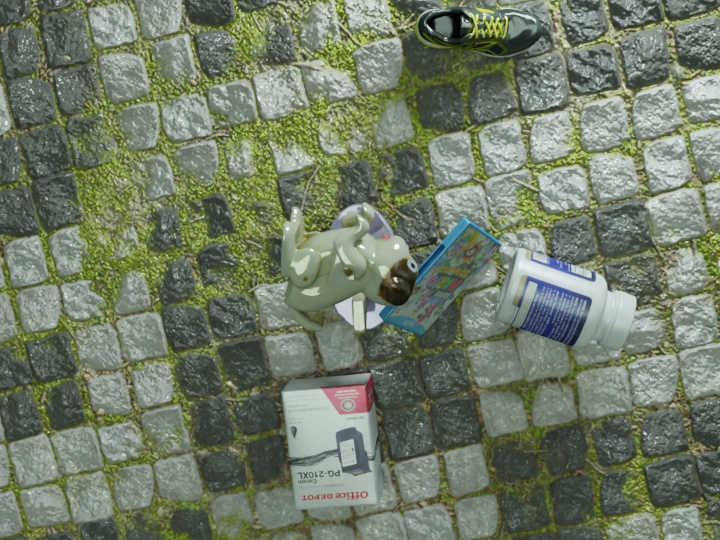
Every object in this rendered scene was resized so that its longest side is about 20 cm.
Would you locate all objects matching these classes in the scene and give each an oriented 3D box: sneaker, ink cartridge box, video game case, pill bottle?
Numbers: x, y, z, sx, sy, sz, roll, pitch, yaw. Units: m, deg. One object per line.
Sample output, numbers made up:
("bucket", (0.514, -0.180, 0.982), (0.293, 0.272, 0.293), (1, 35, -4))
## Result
("sneaker", (0.180, -0.365, 1.602), (0.196, 0.085, 0.076), (1, 99, 6))
("ink cartridge box", (-0.044, 0.281, 1.719), (0.142, 0.084, 0.204), (-5, 98, 7))
("video game case", (0.127, 0.014, 1.640), (0.200, 0.143, 0.018), (-49, 61, 10))
("pill bottle", (0.320, 0.052, 1.630), (0.197, 0.120, 0.122), (19, 100, 3))

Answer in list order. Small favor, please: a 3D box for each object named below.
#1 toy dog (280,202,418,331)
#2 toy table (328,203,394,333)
("toy dog", (-0.014, 0.000, 1.534), (0.196, 0.140, 0.198), (3, 97, 4))
("toy table", (0.000, 0.000, 1.659), (0.181, 0.117, 0.204), (-15, 96, 8))
